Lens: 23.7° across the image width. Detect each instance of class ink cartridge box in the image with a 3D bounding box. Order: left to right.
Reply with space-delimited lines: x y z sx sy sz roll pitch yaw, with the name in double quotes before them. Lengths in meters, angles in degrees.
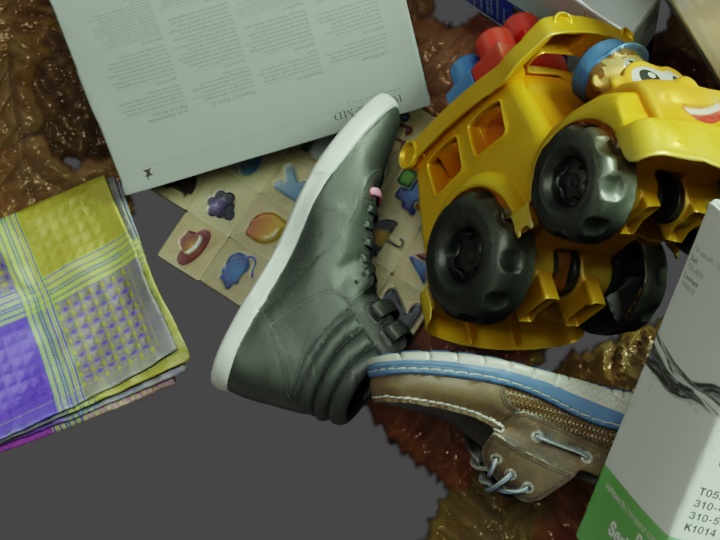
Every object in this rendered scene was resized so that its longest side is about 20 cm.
"ink cartridge box" 0.090 -0.185 1.049 0.199 0.100 0.039 35 78 14
"ink cartridge box" 0.220 0.080 0.884 0.145 0.084 0.202 12 108 -21

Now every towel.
"towel" -0.215 0.035 1.054 0.198 0.023 0.145 -21 72 -1

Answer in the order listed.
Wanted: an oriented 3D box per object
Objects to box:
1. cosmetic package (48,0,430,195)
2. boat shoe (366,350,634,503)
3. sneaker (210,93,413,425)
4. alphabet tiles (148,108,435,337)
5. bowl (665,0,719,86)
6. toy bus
"cosmetic package" -0.071 -0.143 1.020 0.198 0.152 0.052 -16 36 1
"boat shoe" 0.096 0.092 0.955 0.198 0.072 0.073 12 83 -8
"sneaker" 0.000 0.000 1.012 0.099 0.071 0.201 26 84 12
"alphabet tiles" -0.027 -0.044 1.066 0.199 0.006 0.167 31 79 14
"bowl" 0.208 -0.169 0.973 0.074 0.200 0.201 -31 50 12
"toy bus" 0.116 -0.074 0.960 0.135 0.200 0.194 8 58 -36
